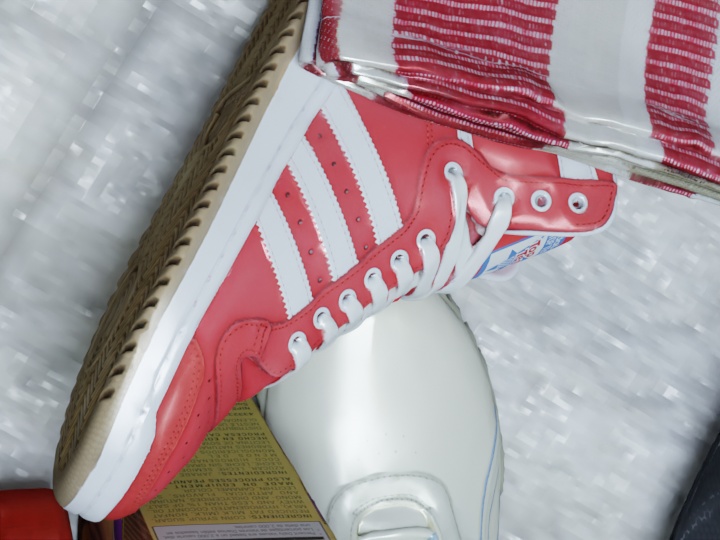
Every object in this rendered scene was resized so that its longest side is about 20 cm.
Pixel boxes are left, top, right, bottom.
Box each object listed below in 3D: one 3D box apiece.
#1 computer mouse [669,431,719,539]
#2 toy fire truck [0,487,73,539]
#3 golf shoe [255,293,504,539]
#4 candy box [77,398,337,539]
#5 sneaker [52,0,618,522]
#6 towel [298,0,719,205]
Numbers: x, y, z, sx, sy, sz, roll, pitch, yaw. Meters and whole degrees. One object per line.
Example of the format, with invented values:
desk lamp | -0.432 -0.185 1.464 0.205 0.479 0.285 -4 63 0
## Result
computer mouse | 0.127 0.097 0.903 0.138 0.053 0.201 13 111 -32
toy fire truck | -0.130 0.151 0.794 0.112 0.168 0.201 -2 107 -13
golf shoe | 0.016 0.097 0.853 0.078 0.097 0.201 -8 107 -9
candy box | -0.039 0.120 0.790 0.056 0.200 0.117 0 107 -13
sneaker | 0.000 0.000 0.796 0.112 0.071 0.201 33 70 -14
towel | 0.086 -0.094 0.811 0.199 0.023 0.145 15 67 -18
